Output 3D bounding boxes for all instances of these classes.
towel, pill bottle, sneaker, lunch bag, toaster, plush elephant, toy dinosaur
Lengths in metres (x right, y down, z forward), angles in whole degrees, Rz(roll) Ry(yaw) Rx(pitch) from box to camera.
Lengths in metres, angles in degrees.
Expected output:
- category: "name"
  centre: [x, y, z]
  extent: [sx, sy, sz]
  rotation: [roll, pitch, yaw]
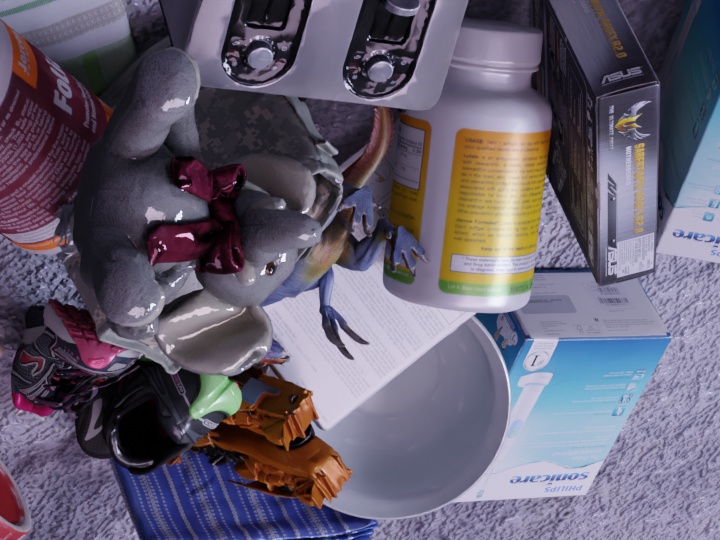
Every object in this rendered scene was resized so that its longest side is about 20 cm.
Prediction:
- category: "towel"
  centre: [-0.096, 0.170, 1.935]
  extent: [0.199, 0.145, 0.024]
  rotation: [-1, 130, -26]
- category: "pill bottle"
  centre: [0.080, -0.078, 1.742]
  extent: [0.110, 0.111, 0.202]
  rotation: [0, 103, -27]
- category: "sneaker"
  centre: [-0.205, 0.069, 1.739]
  extent: [0.080, 0.075, 0.200]
  rotation: [21, 170, -13]
- category: "pill bottle"
  centre: [-0.246, -0.101, 1.559]
  extent: [0.114, 0.115, 0.200]
  rotation: [-36, 142, 12]
- category: "lunch bag"
  centre: [-0.113, -0.060, 1.657]
  extent: [0.200, 0.165, 0.117]
  rotation: [-40, 148, 14]
- category: "toaster"
  centre: [-0.036, -0.206, 1.548]
  extent: [0.179, 0.201, 0.119]
  rotation: [6, 129, -21]
- category: "plush elephant"
  centre: [-0.096, -0.025, 1.499]
  extent: [0.154, 0.166, 0.200]
  rotation: [12, 167, -19]
- category: "towel"
  centre: [-0.231, -0.174, 1.592]
  extent: [0.148, 0.031, 0.201]
  rotation: [-20, 139, -5]
- category: "sneaker"
  centre: [-0.167, 0.107, 1.770]
  extent: [0.084, 0.077, 0.200]
  rotation: [-43, -170, -32]
- category: "toy dinosaur"
  centre: [-0.034, -0.004, 1.748]
  extent: [0.105, 0.201, 0.181]
  rotation: [30, 150, -31]

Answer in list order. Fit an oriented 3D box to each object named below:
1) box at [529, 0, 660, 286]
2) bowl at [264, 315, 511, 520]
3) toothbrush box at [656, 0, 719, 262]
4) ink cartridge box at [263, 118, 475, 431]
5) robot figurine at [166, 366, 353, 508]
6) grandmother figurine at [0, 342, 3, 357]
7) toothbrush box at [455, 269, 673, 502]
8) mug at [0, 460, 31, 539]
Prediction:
- category: "box"
  centre: [0.170, -0.113, 1.760]
  extent: [0.048, 0.159, 0.201]
  rotation: [-14, 138, -7]
- category: "bowl"
  centre: [0.020, 0.090, 1.924]
  extent: [0.199, 0.090, 0.203]
  rotation: [0, 111, 1]
- category: "toothbrush box"
  centre: [0.278, -0.126, 1.787]
  extent: [0.085, 0.147, 0.201]
  rotation: [10, 130, -10]
- category: "ink cartridge box"
  centre: [0.000, 0.000, 1.829]
  extent: [0.200, 0.057, 0.163]
  rotation: [-39, 105, -4]
- category: "robot figurine"
  centre: [-0.108, 0.116, 1.852]
  extent: [0.058, 0.199, 0.146]
  rotation: [-53, 137, -31]
- category: "grandmother figurine"
  centre: [-0.321, 0.057, 1.753]
  extent: [0.120, 0.061, 0.201]
  rotation: [12, 124, -5]
- category: "toothbrush box"
  centre: [0.151, 0.098, 2.030]
  extent: [0.145, 0.086, 0.201]
  rotation: [-1, 133, -27]
- category: "mug"
  centre: [-0.369, 0.215, 1.845]
  extent: [0.199, 0.134, 0.177]
  rotation: [-36, 169, 6]
